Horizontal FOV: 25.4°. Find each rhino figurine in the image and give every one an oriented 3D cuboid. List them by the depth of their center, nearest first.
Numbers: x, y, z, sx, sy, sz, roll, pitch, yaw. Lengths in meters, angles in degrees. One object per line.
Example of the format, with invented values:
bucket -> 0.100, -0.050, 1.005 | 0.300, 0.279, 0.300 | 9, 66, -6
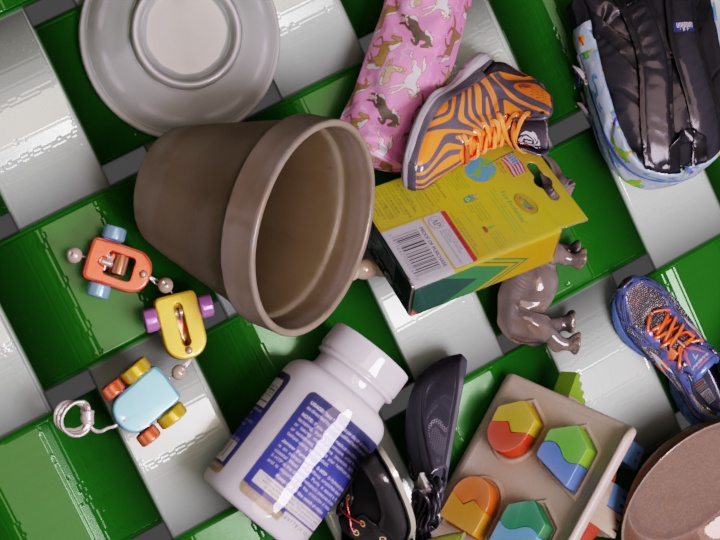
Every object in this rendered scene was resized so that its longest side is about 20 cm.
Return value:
rhino figurine -> 0.184, -0.018, 1.631 | 0.086, 0.060, 0.202 | 4, 87, -4

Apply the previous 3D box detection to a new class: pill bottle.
pill bottle -> -0.047, 0.156, 1.541 | 0.119, 0.120, 0.201 | 40, 82, -12

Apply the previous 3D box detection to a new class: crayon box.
crayon box -> 0.106, -0.047, 1.565 | 0.198, 0.051, 0.127 | -20, 57, -19

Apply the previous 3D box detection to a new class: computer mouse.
computer mouse -> 0.065, 0.168, 1.564 | 0.052, 0.139, 0.201 | 10, 55, 5

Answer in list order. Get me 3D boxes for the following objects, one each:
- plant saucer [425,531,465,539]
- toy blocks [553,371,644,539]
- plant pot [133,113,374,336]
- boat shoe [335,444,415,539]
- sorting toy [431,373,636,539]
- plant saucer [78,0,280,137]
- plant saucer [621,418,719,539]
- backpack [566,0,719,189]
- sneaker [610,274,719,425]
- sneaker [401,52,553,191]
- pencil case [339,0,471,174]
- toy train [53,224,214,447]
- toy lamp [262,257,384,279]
plant saucer -> 0.023, 0.359, 1.506 | 0.048, 0.201, 0.200 | 25, 49, 11
toy blocks -> 0.214, 0.224, 1.628 | 0.136, 0.099, 0.201 | 35, 68, -32
plant pot -> -0.109, -0.057, 1.480 | 0.172, 0.200, 0.202 | 15, 86, 29
boat shoe -> 0.012, 0.237, 1.529 | 0.063, 0.202, 0.074 | -20, 58, -14
sorting toy -> 0.156, 0.204, 1.556 | 0.036, 0.199, 0.186 | 34, 82, -36
plant saucer -> -0.170, -0.228, 1.540 | 0.198, 0.050, 0.203 | 0, 90, -15
plant saucer -> 0.346, 0.227, 1.653 | 0.199, 0.037, 0.202 | -14, 126, -20
backpack -> 0.299, -0.185, 1.627 | 0.162, 0.154, 0.202 | -13, 72, -16
sneaker -> 0.338, 0.084, 1.663 | 0.075, 0.078, 0.200 | -44, 101, -11
sneaker -> 0.124, -0.136, 1.552 | 0.111, 0.078, 0.200 | 23, 52, 19
pencil case -> 0.040, -0.194, 1.579 | 0.082, 0.086, 0.202 | 23, 84, -46
toy train -> -0.223, 0.065, 1.530 | 0.149, 0.056, 0.202 | 13, 84, -13
toy lamp -> 0.000, 0.000, 1.586 | 0.198, 0.058, 0.059 | -7, 92, -12
